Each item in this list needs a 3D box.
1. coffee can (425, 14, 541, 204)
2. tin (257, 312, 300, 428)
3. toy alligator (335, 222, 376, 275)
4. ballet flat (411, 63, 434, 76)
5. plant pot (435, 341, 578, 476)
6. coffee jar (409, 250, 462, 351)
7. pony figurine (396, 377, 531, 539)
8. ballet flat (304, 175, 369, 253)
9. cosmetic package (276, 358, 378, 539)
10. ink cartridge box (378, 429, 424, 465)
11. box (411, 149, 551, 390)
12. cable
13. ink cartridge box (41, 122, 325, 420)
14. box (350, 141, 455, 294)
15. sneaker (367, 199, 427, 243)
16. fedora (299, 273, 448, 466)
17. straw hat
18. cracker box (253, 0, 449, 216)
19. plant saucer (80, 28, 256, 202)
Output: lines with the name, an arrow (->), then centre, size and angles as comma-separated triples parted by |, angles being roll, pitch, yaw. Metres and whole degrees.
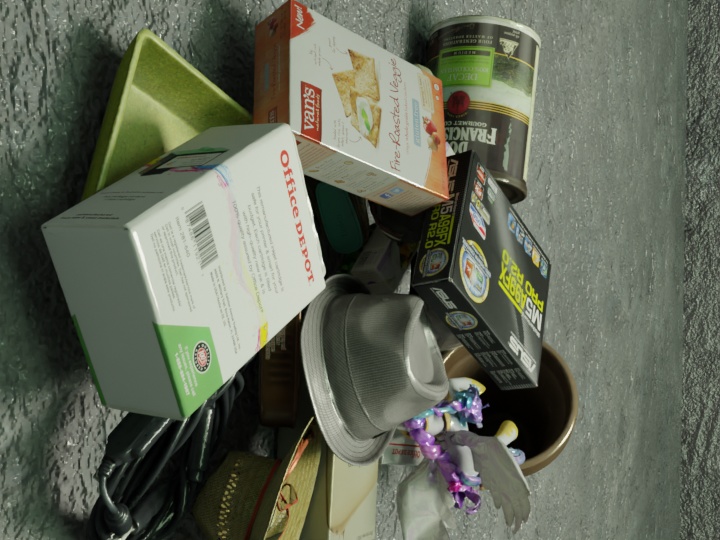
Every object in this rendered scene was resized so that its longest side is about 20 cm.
coffee can -> 0.146, -0.196, 1.209 | 0.146, 0.145, 0.202 | 23, 72, -59
tin -> -0.076, 0.045, 0.887 | 0.112, 0.041, 0.202 | -136, -132, -85
toy alligator -> 0.000, 0.000, 1.063 | 0.054, 0.059, 0.200 | 39, 49, -3
ballet flat -> 0.047, -0.145, 1.132 | 0.069, 0.069, 0.202 | 9, 83, -60
plant pot -> 0.190, 0.208, 1.304 | 0.175, 0.198, 0.202 | 78, 28, -56
coffee jar -> 0.105, -0.004, 1.131 | 0.086, 0.104, 0.201 | 57, 17, -31
pony figurine -> 0.110, 0.206, 1.062 | 0.199, 0.166, 0.194 | 3, 58, -58
ballet flat -> -0.030, -0.114, 0.995 | 0.073, 0.067, 0.201 | -82, 157, -54
cosmetic package -> -0.032, 0.181, 0.994 | 0.103, 0.072, 0.202 | 3, 88, -61
ink cartridge box -> 0.029, 0.161, 1.105 | 0.116, 0.067, 0.202 | 21, 74, -59
box -> 0.130, 0.003, 0.979 | 0.200, 0.044, 0.161 | 48, 43, -39
cable -> -0.140, 0.139, 0.765 | 0.200, 0.050, 0.164 | -54, 161, -37
ink cartridge box -> -0.119, -0.008, 0.714 | 0.200, 0.083, 0.146 | -44, 129, -50
box -> 0.053, -0.059, 1.049 | 0.039, 0.041, 0.201 | 51, 50, -30
sneaker -> 0.019, -0.122, 1.003 | 0.116, 0.075, 0.201 | 57, 6, -42
fedora -> 0.026, 0.084, 0.895 | 0.200, 0.089, 0.179 | -9, 86, -71
straw hat -> -0.101, 0.208, 0.849 | 0.201, 0.084, 0.203 | 16, 90, -82
cracker box -> -0.006, -0.145, 0.891 | 0.199, 0.057, 0.135 | 17, 62, -39
plant saucer -> -0.155, -0.057, 0.780 | 0.199, 0.047, 0.202 | 35, 61, -56
